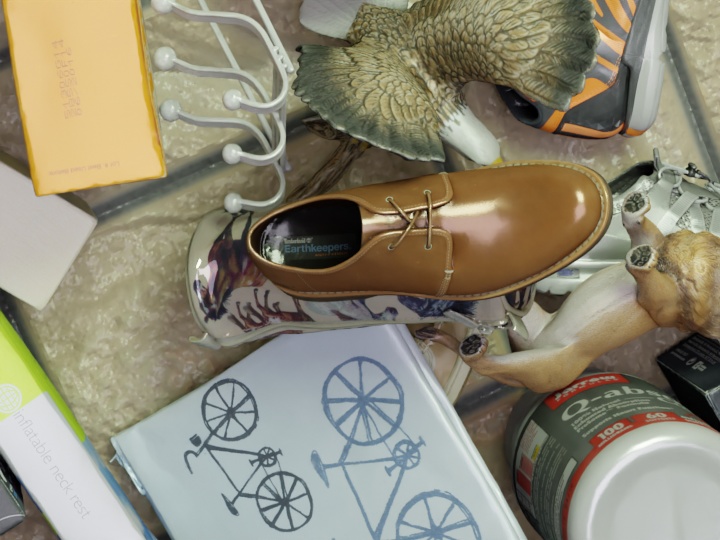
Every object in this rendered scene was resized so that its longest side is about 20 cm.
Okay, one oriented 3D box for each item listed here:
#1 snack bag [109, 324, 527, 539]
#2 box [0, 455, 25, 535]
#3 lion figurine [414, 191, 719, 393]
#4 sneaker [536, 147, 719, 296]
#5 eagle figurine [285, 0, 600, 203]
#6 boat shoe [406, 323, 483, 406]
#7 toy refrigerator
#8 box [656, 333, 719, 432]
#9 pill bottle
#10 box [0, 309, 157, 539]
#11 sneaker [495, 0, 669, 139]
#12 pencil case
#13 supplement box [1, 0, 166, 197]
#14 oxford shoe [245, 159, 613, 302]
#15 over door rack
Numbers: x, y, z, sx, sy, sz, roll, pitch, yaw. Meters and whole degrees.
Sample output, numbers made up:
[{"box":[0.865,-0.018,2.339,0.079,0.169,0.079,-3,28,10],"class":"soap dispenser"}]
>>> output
[{"box":[-0.025,0.134,1.500,0.200,0.021,0.189,-32,87,16],"class":"snack bag"},{"box":[-0.305,0.137,1.440,0.200,0.132,0.115,-33,101,-5],"class":"box"},{"box":[0.143,0.026,1.484,0.200,0.073,0.123,-21,144,15],"class":"lion figurine"},{"box":[0.196,-0.035,1.541,0.200,0.075,0.082,-7,102,-10],"class":"sneaker"},{"box":[0.038,-0.110,1.426,0.151,0.200,0.152,16,78,-6],"class":"eagle figurine"},{"box":[0.018,0.066,1.523,0.066,0.074,0.200,21,95,-19],"class":"boat shoe"},{"box":[-0.255,-0.056,1.447,0.200,0.076,0.070,31,92,-15],"class":"toy refrigerator"},{"box":[0.319,0.096,1.574,0.182,0.104,0.200,-32,104,-4],"class":"box"},{"box":[0.153,0.124,1.495,0.116,0.200,0.116,-2,101,-11],"class":"pill bottle"},{"box":[-0.180,0.102,1.464,0.048,0.122,0.200,-33,104,-7],"class":"box"},{"box":[0.126,-0.177,1.502,0.112,0.078,0.200,1,99,-13],"class":"sneaker"},{"box":[0.000,0.000,1.433,0.200,0.078,0.090,-6,62,17],"class":"pencil case"},{"box":[-0.153,-0.120,1.391,0.073,0.200,0.126,-10,102,-5],"class":"supplement box"},{"box":[0.034,-0.020,1.348,0.200,0.071,0.071,-11,78,15],"class":"oxford shoe"},{"box":[-0.087,-0.146,1.391,0.067,0.148,0.200,-12,70,-8],"class":"over door rack"}]
